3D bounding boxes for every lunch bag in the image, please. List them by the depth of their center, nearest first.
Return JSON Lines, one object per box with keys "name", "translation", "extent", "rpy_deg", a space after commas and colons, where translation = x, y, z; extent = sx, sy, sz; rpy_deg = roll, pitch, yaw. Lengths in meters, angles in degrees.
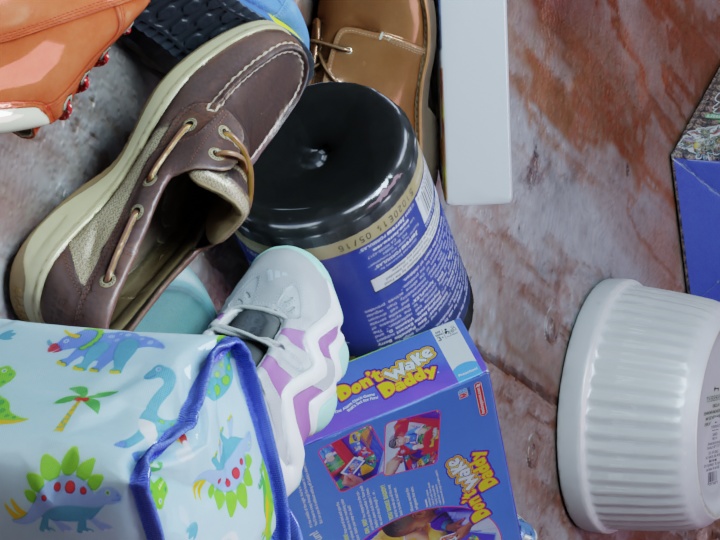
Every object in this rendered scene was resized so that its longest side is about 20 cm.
{"name": "lunch bag", "translation": [-0.120, 0.123, 1.101], "extent": [0.127, 0.170, 0.200], "rpy_deg": [-55, 142, -48]}

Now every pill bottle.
{"name": "pill bottle", "translation": [0.000, 0.000, 1.421], "extent": [0.200, 0.112, 0.112], "rpy_deg": [67, 36, -46]}

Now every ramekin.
{"name": "ramekin", "translation": [0.234, 0.108, 1.982], "extent": [0.200, 0.105, 0.201], "rpy_deg": [5, 90, -67]}

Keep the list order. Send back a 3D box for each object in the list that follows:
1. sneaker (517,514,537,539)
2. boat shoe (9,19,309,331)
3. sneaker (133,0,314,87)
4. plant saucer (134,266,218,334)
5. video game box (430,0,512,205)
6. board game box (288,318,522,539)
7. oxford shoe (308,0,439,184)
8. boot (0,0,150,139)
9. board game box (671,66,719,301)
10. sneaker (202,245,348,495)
{"name": "sneaker", "translation": [0.072, 0.166, 1.661], "extent": [0.200, 0.077, 0.076], "rpy_deg": [49, 52, -57]}
{"name": "boat shoe", "translation": [-0.079, -0.038, 1.220], "extent": [0.200, 0.072, 0.072], "rpy_deg": [-47, 141, -28]}
{"name": "sneaker", "translation": [-0.093, -0.157, 1.263], "extent": [0.200, 0.066, 0.079], "rpy_deg": [45, 17, -48]}
{"name": "plant saucer", "translation": [-0.111, 0.083, 1.293], "extent": [0.200, 0.027, 0.201], "rpy_deg": [6, 90, -66]}
{"name": "video game box", "translation": [0.063, -0.158, 1.536], "extent": [0.182, 0.047, 0.200], "rpy_deg": [-85, 172, -74]}
{"name": "board game box", "translation": [0.016, 0.130, 1.437], "extent": [0.200, 0.134, 0.045], "rpy_deg": [77, -11, -46]}
{"name": "oxford shoe", "translation": [-0.002, -0.125, 1.456], "extent": [0.071, 0.071, 0.200], "rpy_deg": [-21, 110, -39]}
{"name": "boot", "translation": [-0.132, -0.116, 1.131], "extent": [0.200, 0.075, 0.107], "rpy_deg": [-17, 114, -44]}
{"name": "board game box", "translation": [0.350, -0.082, 2.217], "extent": [0.200, 0.097, 0.160], "rpy_deg": [-56, 143, -47]}
{"name": "sneaker", "translation": [-0.072, 0.061, 1.247], "extent": [0.140, 0.078, 0.200], "rpy_deg": [51, 49, -59]}
